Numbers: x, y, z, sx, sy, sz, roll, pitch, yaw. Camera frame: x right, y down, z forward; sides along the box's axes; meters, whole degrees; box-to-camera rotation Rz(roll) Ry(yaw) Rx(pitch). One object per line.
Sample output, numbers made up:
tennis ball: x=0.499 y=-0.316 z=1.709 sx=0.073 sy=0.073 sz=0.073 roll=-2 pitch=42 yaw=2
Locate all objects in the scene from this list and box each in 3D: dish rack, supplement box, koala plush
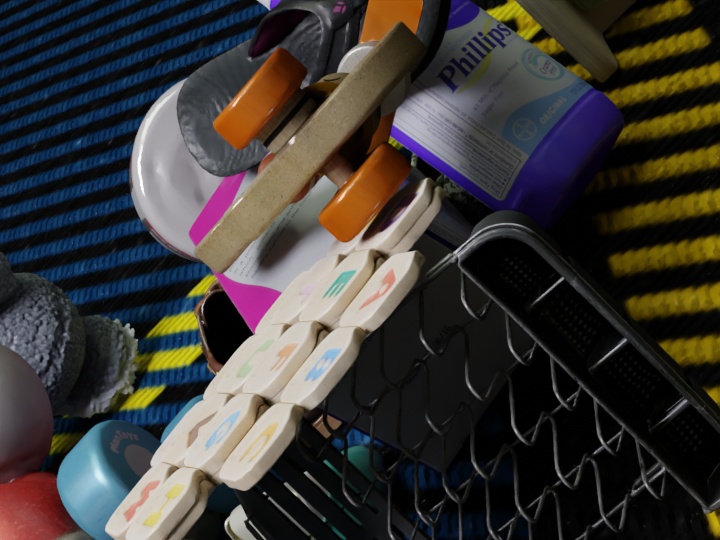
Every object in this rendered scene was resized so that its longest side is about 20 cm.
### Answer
dish rack: x=0.044 y=0.081 z=0.947 sx=0.200 sy=0.153 sz=0.055 roll=-41 pitch=13 yaw=21
supplement box: x=0.000 y=0.000 z=1.152 sx=0.101 sy=0.103 sz=0.200 roll=-55 pitch=31 yaw=10
koala plush: x=-0.247 y=0.085 z=1.437 sx=0.200 sy=0.177 sz=0.184 roll=-48 pitch=36 yaw=5

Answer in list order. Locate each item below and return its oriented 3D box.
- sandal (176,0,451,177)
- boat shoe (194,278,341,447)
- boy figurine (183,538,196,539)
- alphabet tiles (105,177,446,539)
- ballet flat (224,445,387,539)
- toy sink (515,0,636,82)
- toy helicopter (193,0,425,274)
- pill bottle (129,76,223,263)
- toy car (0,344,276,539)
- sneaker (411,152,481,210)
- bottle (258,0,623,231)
sandal: x=-0.029 y=-0.101 z=1.113 sx=0.200 sy=0.076 sz=0.048 roll=-36 pitch=-9 yaw=40
boat shoe: x=-0.059 y=0.032 z=1.285 sx=0.071 sy=0.070 sz=0.200 roll=-53 pitch=23 yaw=2
boy figurine: x=-0.116 y=0.225 z=1.124 sx=0.200 sy=0.064 sz=0.124 roll=-53 pitch=21 yaw=1
alphabet tiles: x=-0.038 y=0.041 z=0.982 sx=0.200 sy=0.015 sz=0.195 roll=-51 pitch=11 yaw=-12
ballet flat: x=-0.038 y=0.149 z=1.082 sx=0.067 sy=0.070 sz=0.201 roll=-28 pitch=32 yaw=41
toy sink: x=0.115 y=-0.219 z=1.259 sx=0.112 sy=0.130 sz=0.200 roll=-43 pitch=24 yaw=16
toy helicopter: x=-0.026 y=-0.057 z=1.052 sx=0.132 sy=0.079 sz=0.200 roll=-53 pitch=6 yaw=-33
pill bottle: x=-0.086 y=-0.059 z=1.370 sx=0.111 sy=0.110 sz=0.200 roll=-52 pitch=5 yaw=-4
toy car: x=-0.184 y=0.098 z=1.194 sx=0.184 sy=0.200 sz=0.177 roll=-47 pitch=-16 yaw=25
sneaker: x=0.043 y=-0.089 z=1.284 sx=0.089 sy=0.077 sz=0.200 roll=-60 pitch=20 yaw=8
bottle: x=0.035 y=-0.104 z=1.151 sx=0.084 sy=0.200 sz=0.065 roll=-44 pitch=-13 yaw=-40
